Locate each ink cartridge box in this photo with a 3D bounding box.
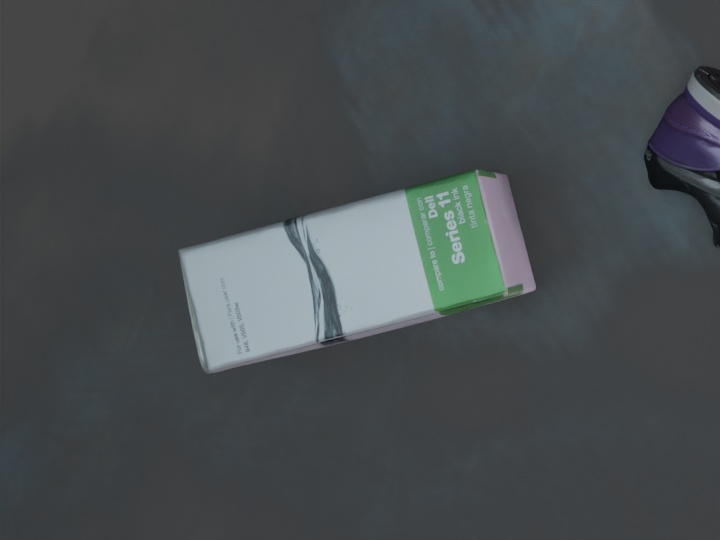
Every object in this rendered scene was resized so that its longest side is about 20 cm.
[{"bbox_3d":[0.000,0.000,1.279,0.199,0.147,0.084,-15,89,11],"label":"ink cartridge box"}]

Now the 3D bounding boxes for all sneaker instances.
[{"bbox_3d":[0.272,-0.038,1.269,0.200,0.076,0.088,39,115,11],"label":"sneaker"}]
